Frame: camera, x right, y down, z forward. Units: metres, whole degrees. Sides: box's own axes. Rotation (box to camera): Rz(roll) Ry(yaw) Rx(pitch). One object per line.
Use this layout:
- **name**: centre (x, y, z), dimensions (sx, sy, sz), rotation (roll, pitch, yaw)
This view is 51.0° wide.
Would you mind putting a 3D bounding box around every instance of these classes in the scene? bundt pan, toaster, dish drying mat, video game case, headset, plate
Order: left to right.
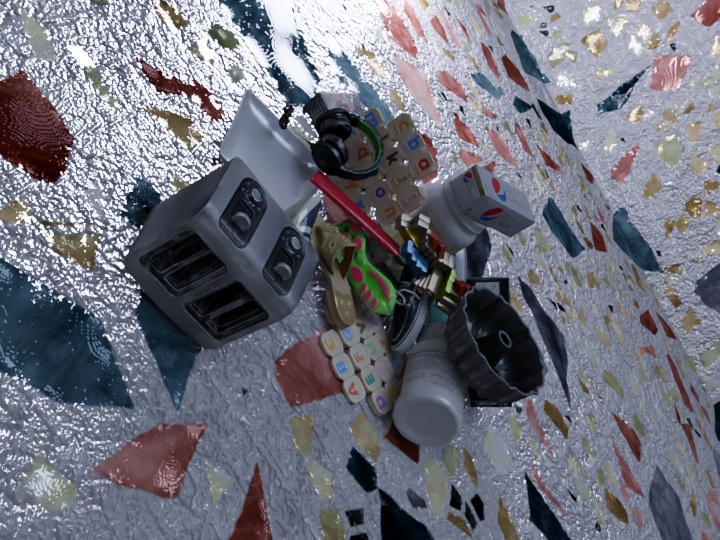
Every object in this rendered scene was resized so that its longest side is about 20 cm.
- **toaster**: centre (-0.182, -0.017, 0.960), dimensions (0.182, 0.197, 0.120), rotation (52, 33, -26)
- **plate**: centre (-0.152, -0.182, 1.279), dimensions (0.200, 0.032, 0.202), rotation (43, 35, -27)
- **headset**: centre (-0.048, -0.237, 1.327), dimensions (0.195, 0.094, 0.126), rotation (15, 61, -13)
- **dish drying mat**: centre (-0.008, -0.098, 1.323), dimensions (0.199, 0.018, 0.077), rotation (43, 12, -7)
- **video game case**: centre (0.203, 0.055, 1.517), dimensions (0.202, 0.022, 0.185), rotation (-80, 164, -49)
- **bundt pan**: centre (0.215, 0.133, 1.255), dimensions (0.200, 0.076, 0.205), rotation (31, 38, -27)

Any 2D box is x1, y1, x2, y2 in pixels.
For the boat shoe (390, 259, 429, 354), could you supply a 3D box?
- **boat shoe**: centre (0.083, 0.044, 1.332), dimensions (0.067, 0.073, 0.203), rotation (29, 75, -24)

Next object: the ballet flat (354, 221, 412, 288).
- **ballet flat**: centre (0.057, -0.014, 1.396), dimensions (0.201, 0.069, 0.070), rotation (52, 31, -16)

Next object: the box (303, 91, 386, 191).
- **box**: centre (-0.014, -0.261, 1.531), dimensions (0.157, 0.049, 0.203), rotation (-21, 82, -59)

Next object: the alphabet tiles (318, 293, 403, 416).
- **alphabet tiles**: centre (0.008, 0.137, 1.260), dimensions (0.194, 0.014, 0.204), rotation (-19, 81, -59)

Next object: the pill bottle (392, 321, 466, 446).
- **pill bottle**: centre (0.123, 0.183, 1.271), dimensions (0.115, 0.113, 0.202), rotation (47, 33, -19)

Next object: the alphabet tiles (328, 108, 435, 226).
- **alphabet tiles**: centre (0.036, -0.191, 1.402), dimensions (0.203, 0.193, 0.015), rotation (62, 20, 7)

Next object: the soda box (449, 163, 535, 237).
- **soda box**: centre (0.247, -0.125, 1.395), dimensions (0.198, 0.063, 0.070), rotation (17, 51, -49)

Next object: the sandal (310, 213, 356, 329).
- **sandal**: centre (-0.031, -0.018, 1.236), dimensions (0.077, 0.069, 0.217), rotation (10, 60, -56)

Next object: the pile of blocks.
- **pile of blocks**: centre (0.126, -0.013, 1.299), dimensions (0.082, 0.062, 0.202), rotation (-37, 93, -35)

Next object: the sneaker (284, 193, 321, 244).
- **sneaker**: centre (-0.101, -0.032, 1.174), dimensions (0.085, 0.074, 0.202), rotation (47, 51, -23)

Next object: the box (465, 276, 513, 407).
- **box**: centre (0.243, 0.138, 1.428), dimensions (0.164, 0.084, 0.205), rotation (67, 24, -64)

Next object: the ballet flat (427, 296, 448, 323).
- **ballet flat**: centre (0.160, 0.072, 1.511), dimensions (0.203, 0.066, 0.063), rotation (-80, 158, -43)

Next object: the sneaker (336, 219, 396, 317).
- **sneaker**: centre (0.000, 0.000, 1.317), dimensions (0.084, 0.075, 0.203), rotation (70, -5, -63)

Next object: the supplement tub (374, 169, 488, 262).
- **supplement tub**: centre (0.136, -0.088, 1.458), dimensions (0.144, 0.198, 0.147), rotation (35, 38, -33)
